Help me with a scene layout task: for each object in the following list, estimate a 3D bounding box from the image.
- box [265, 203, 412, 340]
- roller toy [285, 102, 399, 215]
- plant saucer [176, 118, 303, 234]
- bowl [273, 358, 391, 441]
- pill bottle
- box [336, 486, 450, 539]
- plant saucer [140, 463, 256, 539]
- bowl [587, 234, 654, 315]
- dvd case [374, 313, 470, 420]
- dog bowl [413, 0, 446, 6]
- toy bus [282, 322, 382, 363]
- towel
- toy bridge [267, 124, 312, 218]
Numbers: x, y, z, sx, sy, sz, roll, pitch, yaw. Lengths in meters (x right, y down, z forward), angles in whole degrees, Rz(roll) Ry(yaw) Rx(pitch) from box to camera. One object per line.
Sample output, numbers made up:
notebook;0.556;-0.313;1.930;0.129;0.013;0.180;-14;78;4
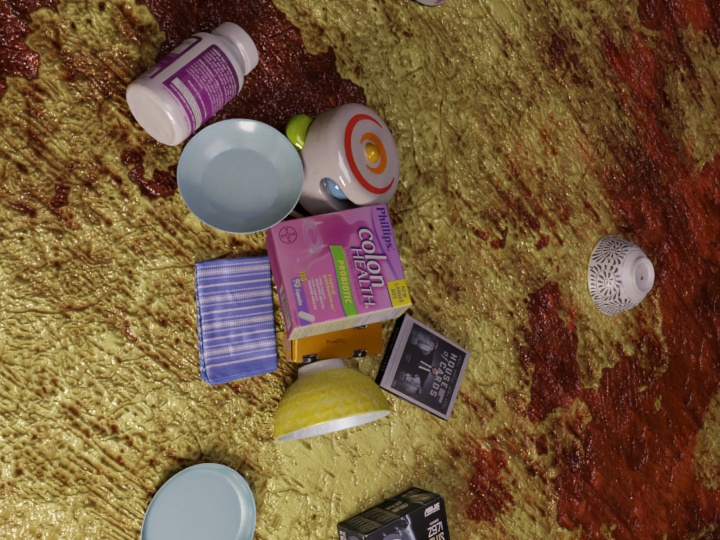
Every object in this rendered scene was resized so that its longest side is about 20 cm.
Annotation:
box;-0.039;0.003;1.272;0.199;0.097;0.177;-10;77;-14
roller toy;-0.023;-0.185;1.327;0.199;0.139;0.184;-15;92;-52
plant saucer;-0.192;-0.146;1.247;0.200;0.039;0.202;3;70;-8
bowl;-0.057;0.211;1.309;0.199;0.200;0.108;-2;71;-37
pill bottle;-0.251;-0.292;1.193;0.200;0.112;0.113;-48;117;-27
box;0.069;0.523;1.455;0.199;0.086;0.165;-13;97;-37
plant saucer;-0.259;0.406;1.239;0.199;0.027;0.202;1;89;-38
bowl;0.653;0.012;1.900;0.200;0.094;0.202;0;90;-38
dvd case;0.127;0.193;1.538;0.199;0.025;0.151;31;72;-33
dog bowl;0.146;-0.627;1.523;0.199;0.074;0.202;-1;91;-37
toy bus;-0.050;0.120;1.367;0.199;0.078;0.066;-1;92;-38
towel;-0.202;0.079;1.285;0.144;0.024;0.202;-6;94;-38
toy bridge;-0.133;-0.146;1.336;0.067;0.027;0.201;-42;114;-27
